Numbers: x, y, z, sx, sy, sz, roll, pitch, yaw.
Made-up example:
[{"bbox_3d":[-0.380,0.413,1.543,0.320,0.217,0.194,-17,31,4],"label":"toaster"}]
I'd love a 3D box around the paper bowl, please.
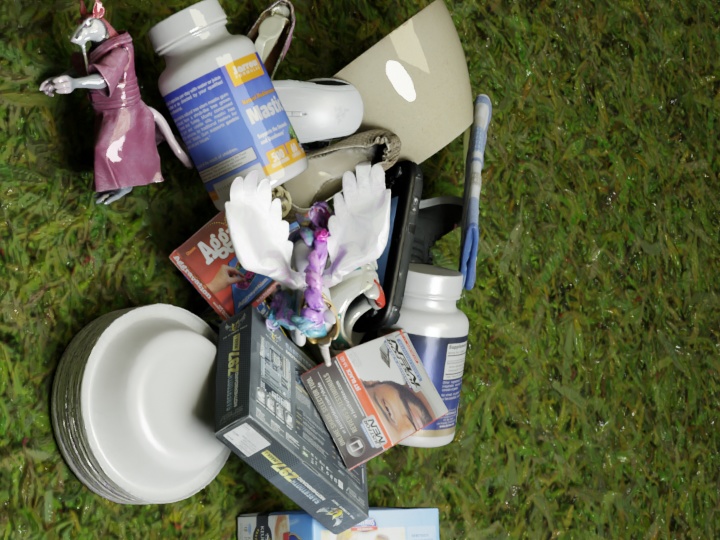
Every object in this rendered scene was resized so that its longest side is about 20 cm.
[{"bbox_3d":[-0.206,0.136,1.416,0.199,0.104,0.204,10,75,-44],"label":"paper bowl"}]

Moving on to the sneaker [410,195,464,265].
[{"bbox_3d":[0.079,-0.035,1.738,0.198,0.071,0.100,-7,71,-38],"label":"sneaker"}]

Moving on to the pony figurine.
[{"bbox_3d":[-0.049,-0.007,1.409,0.164,0.200,0.196,-6,92,-5],"label":"pony figurine"}]

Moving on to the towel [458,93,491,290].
[{"bbox_3d":[0.138,-0.095,1.679,0.148,0.023,0.202,92,4,-57],"label":"towel"}]

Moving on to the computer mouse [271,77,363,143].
[{"bbox_3d":[-0.091,-0.177,1.534,0.197,0.044,0.111,-4,102,-10],"label":"computer mouse"}]

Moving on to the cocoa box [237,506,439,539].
[{"bbox_3d":[-0.020,0.331,1.537,0.198,0.130,0.135,7,77,-43],"label":"cocoa box"}]

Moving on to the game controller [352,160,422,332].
[{"bbox_3d":[0.028,-0.027,1.616,0.042,0.104,0.203,19,74,-32],"label":"game controller"}]

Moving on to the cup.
[{"bbox_3d":[0.055,-0.208,1.653,0.144,0.200,0.200,53,49,-7],"label":"cup"}]

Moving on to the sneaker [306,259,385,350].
[{"bbox_3d":[0.000,0.000,1.560,0.202,0.093,0.070,-63,152,-14],"label":"sneaker"}]

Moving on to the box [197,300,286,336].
[{"bbox_3d":[-0.104,0.120,1.540,0.064,0.070,0.201,-45,113,-41],"label":"box"}]

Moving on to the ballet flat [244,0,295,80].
[{"bbox_3d":[-0.123,-0.233,1.587,0.068,0.071,0.202,22,61,-2],"label":"ballet flat"}]

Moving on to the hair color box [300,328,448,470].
[{"bbox_3d":[0.019,0.135,1.504,0.112,0.064,0.200,62,21,5],"label":"hair color box"}]

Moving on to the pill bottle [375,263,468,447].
[{"bbox_3d":[0.069,0.098,1.648,0.110,0.110,0.203,-1,101,-44],"label":"pill bottle"}]

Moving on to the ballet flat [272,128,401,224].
[{"bbox_3d":[-0.036,-0.106,1.542,0.198,0.046,0.068,-25,99,-23],"label":"ballet flat"}]

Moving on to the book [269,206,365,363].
[{"bbox_3d":[-0.052,-0.002,1.635,0.201,0.048,0.134,55,48,-23],"label":"book"}]

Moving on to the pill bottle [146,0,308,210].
[{"bbox_3d":[-0.142,-0.175,1.446,0.112,0.111,0.202,-32,100,-43],"label":"pill bottle"}]

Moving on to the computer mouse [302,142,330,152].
[{"bbox_3d":[-0.021,-0.136,1.706,0.198,0.034,0.059,17,87,-36],"label":"computer mouse"}]

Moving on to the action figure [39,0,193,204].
[{"bbox_3d":[-0.242,-0.175,1.397,0.147,0.134,0.203,-11,116,-16],"label":"action figure"}]

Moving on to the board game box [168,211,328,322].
[{"bbox_3d":[-0.114,-0.030,1.521,0.103,0.019,0.200,48,45,-4],"label":"board game box"}]

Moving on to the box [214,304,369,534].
[{"bbox_3d":[-0.069,0.155,1.432,0.200,0.051,0.159,46,26,-34],"label":"box"}]
